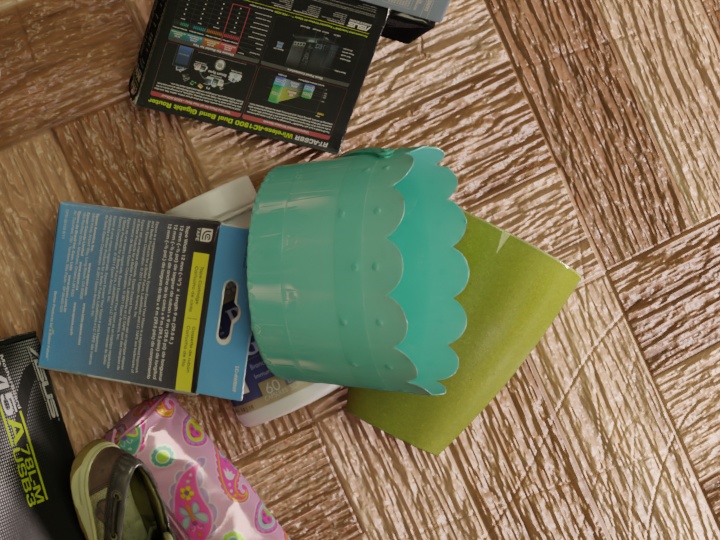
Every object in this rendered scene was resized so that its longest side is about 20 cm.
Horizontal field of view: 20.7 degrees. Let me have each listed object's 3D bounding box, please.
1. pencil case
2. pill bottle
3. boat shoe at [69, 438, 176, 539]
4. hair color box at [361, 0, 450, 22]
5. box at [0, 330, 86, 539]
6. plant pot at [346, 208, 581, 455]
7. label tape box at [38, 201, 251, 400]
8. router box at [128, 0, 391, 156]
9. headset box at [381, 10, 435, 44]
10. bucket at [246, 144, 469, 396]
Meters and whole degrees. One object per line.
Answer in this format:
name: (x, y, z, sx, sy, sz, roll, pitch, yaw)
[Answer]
pencil case: (-0.137, 0.200, 1.699, 0.087, 0.087, 0.201, -40, 99, -20)
pill bottle: (-0.094, 0.025, 1.724, 0.111, 0.111, 0.201, -26, 92, -21)
boat shoe: (-0.186, 0.234, 1.647, 0.072, 0.066, 0.202, -37, 125, -36)
hair color box: (-0.016, -0.288, 1.713, 0.198, 0.099, 0.061, 14, 123, -16)
box: (-0.292, 0.159, 1.602, 0.047, 0.193, 0.202, -18, 88, 20)
plant pot: (0.070, 0.054, 1.758, 0.186, 0.187, 0.201, 27, 88, -15)
label tape box: (-0.164, 0.025, 1.652, 0.198, 0.066, 0.145, 8, 90, 23)
router box: (-0.089, -0.200, 1.741, 0.198, 0.062, 0.151, 13, 115, -18)
headset box: (0.008, -0.330, 1.824, 0.148, 0.075, 0.202, 13, 79, -18)
bucket: (0.000, 0.000, 1.599, 0.134, 0.207, 0.209, 0, 81, 18)
